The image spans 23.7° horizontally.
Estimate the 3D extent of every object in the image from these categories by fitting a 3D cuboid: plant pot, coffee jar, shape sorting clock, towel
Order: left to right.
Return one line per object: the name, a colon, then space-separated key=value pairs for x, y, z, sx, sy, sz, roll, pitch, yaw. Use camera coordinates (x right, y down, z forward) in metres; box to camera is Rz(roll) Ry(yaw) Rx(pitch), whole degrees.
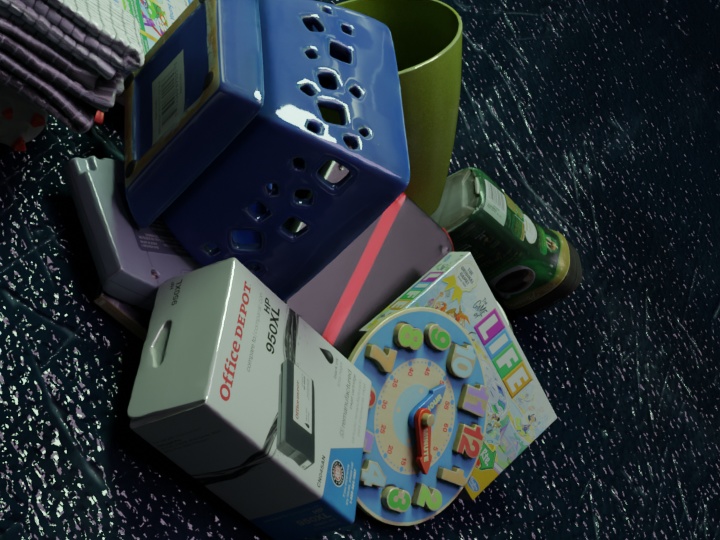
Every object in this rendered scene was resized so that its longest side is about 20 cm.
towel: x=-0.272 y=-0.203 z=1.363 sx=0.199 sy=0.086 sz=0.166 roll=32 pitch=11 yaw=-19
plant pot: x=-0.091 y=-0.120 z=1.452 sx=0.179 sy=0.200 sz=0.201 roll=26 pitch=40 yaw=-32
plant pot: x=0.023 y=-0.150 z=1.764 sx=0.188 sy=0.186 sz=0.201 roll=-74 pitch=158 yaw=-54
shape sorting clock: x=0.050 y=0.134 z=1.577 sx=0.199 sy=0.039 sz=0.202 roll=-7 pitch=100 yaw=-47
coffee jar: x=0.158 y=-0.028 z=1.935 sx=0.200 sy=0.104 sz=0.086 roll=35 pitch=38 yaw=-36

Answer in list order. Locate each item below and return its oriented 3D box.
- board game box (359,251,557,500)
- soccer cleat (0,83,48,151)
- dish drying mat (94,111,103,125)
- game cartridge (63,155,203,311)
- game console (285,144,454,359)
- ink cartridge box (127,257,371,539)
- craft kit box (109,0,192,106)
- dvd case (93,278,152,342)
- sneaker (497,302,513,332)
board game box: x=0.098 y=0.102 z=1.671 sx=0.134 sy=0.034 sz=0.201 roll=-40 pitch=111 yaw=-28
soccer cleat: x=-0.332 y=-0.155 z=1.350 sx=0.199 sy=0.069 sz=0.078 roll=25 pitch=27 yaw=-46
dish drying mat: x=-0.300 y=-0.198 z=1.482 sx=0.200 sy=0.018 sz=0.077 roll=34 pitch=37 yaw=-37
game cartridge: x=-0.161 y=-0.024 z=1.476 sx=0.199 sy=0.041 sz=0.134 roll=9 pitch=50 yaw=-54
game console: x=0.000 y=0.000 z=1.670 sx=0.177 sy=0.031 sz=0.201 roll=40 pitch=57 yaw=-21
ink cartridge box: x=-0.085 y=0.108 z=1.400 sx=0.200 sy=0.084 sz=0.145 roll=44 pitch=40 yaw=-38
craft kit box: x=-0.222 y=-0.231 z=1.589 sx=0.197 sy=0.048 sz=0.201 roll=33 pitch=30 yaw=-42
dvd case: x=-0.143 y=0.035 z=1.497 sx=0.200 sy=0.016 sz=0.149 roll=41 pitch=31 yaw=-26
sneaker: x=0.095 y=0.077 z=1.762 sx=0.115 sy=0.075 sz=0.201 roll=40 pitch=36 yaw=-32
